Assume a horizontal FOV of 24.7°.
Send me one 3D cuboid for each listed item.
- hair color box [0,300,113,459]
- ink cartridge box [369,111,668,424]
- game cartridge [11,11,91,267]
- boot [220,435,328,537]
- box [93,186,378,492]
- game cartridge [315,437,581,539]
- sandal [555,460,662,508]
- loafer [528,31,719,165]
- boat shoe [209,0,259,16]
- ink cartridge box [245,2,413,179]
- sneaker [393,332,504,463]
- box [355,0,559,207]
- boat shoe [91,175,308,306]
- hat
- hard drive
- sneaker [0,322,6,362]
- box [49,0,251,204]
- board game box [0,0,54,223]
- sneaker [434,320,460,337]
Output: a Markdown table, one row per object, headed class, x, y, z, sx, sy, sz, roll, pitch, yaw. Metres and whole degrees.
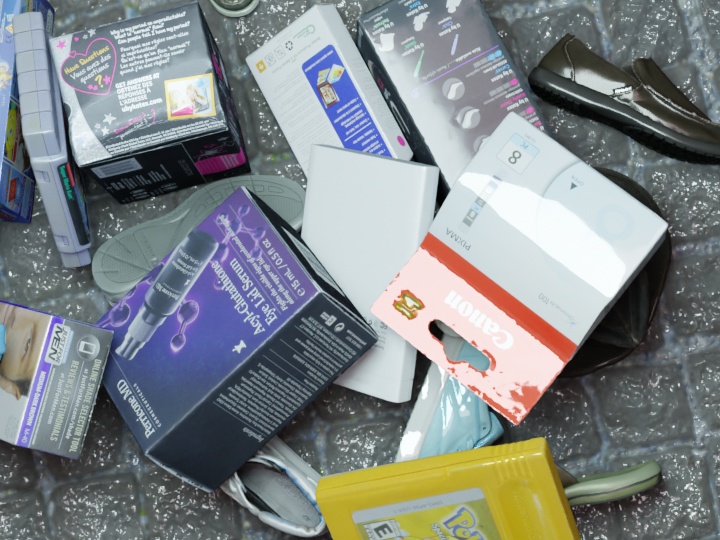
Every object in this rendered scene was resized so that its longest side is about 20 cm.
| class | x | y | z | sx | sy | sz | roll | pitch | yaw |
| --- | --- | --- | --- | --- | --- | --- | --- | --- | --- |
| hair color box | -0.289 | 0.085 | 1.390 | 0.065 | 0.200 | 0.110 | 18 | 84 | -35 |
| ink cartridge box | 0.125 | -0.003 | 1.325 | 0.160 | 0.047 | 0.200 | 38 | 84 | 14 |
| game cartridge | -0.257 | -0.104 | 1.387 | 0.038 | 0.200 | 0.130 | -13 | 60 | -7 |
| boot | -0.102 | 0.159 | 1.426 | 0.200 | 0.096 | 0.074 | 34 | 86 | 4 |
| box | -0.112 | 0.058 | 1.371 | 0.200 | 0.104 | 0.148 | -43 | 52 | 4 |
| game cartridge | 0.083 | 0.231 | 1.377 | 0.199 | 0.032 | 0.177 | -12 | 118 | 19 |
| sandal | 0.161 | 0.182 | 1.429 | 0.200 | 0.080 | 0.058 | -11 | 89 | -9 |
| loafer | 0.250 | -0.155 | 1.456 | 0.199 | 0.073 | 0.072 | 25 | 88 | 4 |
| boat shoe | -0.124 | -0.334 | 1.491 | 0.072 | 0.060 | 0.203 | -5 | 84 | 1 |
| ink cartridge box | -0.019 | -0.127 | 1.459 | 0.095 | 0.037 | 0.201 | -31 | 81 | 34 |
| sneaker | 0.081 | 0.145 | 1.434 | 0.082 | 0.074 | 0.201 | 20 | 86 | 7 |
| box | 0.086 | -0.144 | 1.436 | 0.106 | 0.122 | 0.201 | -28 | 84 | -3 |
| boat shoe | -0.139 | -0.023 | 1.468 | 0.201 | 0.065 | 0.075 | -26 | 65 | -6 |
| hat | 0.202 | 0.017 | 1.393 | 0.200 | 0.081 | 0.202 | -11 | 117 | -22 |
| hard drive | 0.000 | 0.000 | 1.416 | 0.132 | 0.027 | 0.201 | 15 | 102 | 40 |
| sneaker | -0.336 | 0.075 | 1.355 | 0.072 | 0.200 | 0.072 | 9 | 75 | -20 |
| box | -0.177 | -0.139 | 1.404 | 0.132 | 0.200 | 0.115 | -14 | 83 | 0 |
| board game box | -0.307 | -0.149 | 1.442 | 0.034 | 0.135 | 0.201 | 5 | 84 | 1 |
| sneaker | 0.136 | -0.013 | 1.448 | 0.199 | 0.077 | 0.079 | -23 | 115 | -18 |
